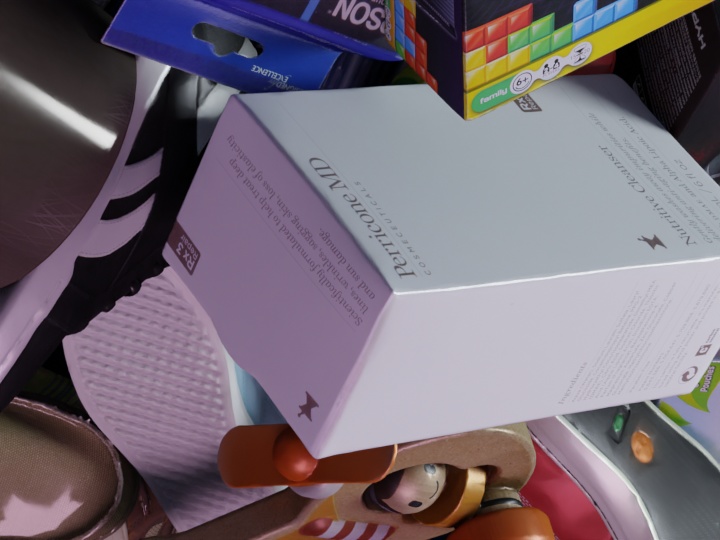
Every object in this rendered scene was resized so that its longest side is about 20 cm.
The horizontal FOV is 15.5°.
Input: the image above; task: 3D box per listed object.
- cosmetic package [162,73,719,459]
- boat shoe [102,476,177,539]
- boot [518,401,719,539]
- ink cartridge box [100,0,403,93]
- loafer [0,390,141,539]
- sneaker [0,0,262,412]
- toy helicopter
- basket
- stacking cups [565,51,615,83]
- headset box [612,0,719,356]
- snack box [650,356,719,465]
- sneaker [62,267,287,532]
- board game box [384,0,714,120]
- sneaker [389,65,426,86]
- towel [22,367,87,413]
[{"bbox_3d":[0.041,-0.007,0.969,0.200,0.113,0.081,-7,135,-43],"label":"cosmetic package"},{"bbox_3d":[-0.122,0.140,1.287,0.075,0.075,0.202,-25,164,-26],"label":"boat shoe"},{"bbox_3d":[0.090,0.114,1.241,0.144,0.072,0.200,-25,112,43],"label":"boot"},{"bbox_3d":[0.000,-0.142,0.902,0.099,0.039,0.200,15,113,-40],"label":"ink cartridge box"},{"bbox_3d":[-0.193,0.082,1.144,0.199,0.076,0.067,11,-177,-10],"label":"loafer"},{"bbox_3d":[-0.078,-0.009,0.996,0.112,0.200,0.073,39,155,-28],"label":"sneaker"},{"bbox_3d":[-0.023,0.101,1.114,0.200,0.079,0.132,-22,153,13],"label":"toy helicopter"},{"bbox_3d":[-0.185,-0.085,0.897,0.136,0.181,0.200,-15,145,44],"label":"basket"},{"bbox_3d":[0.022,-0.121,1.000,0.060,0.061,0.200,-34,140,30],"label":"stacking cups"},{"bbox_3d":[0.170,-0.039,1.104,0.148,0.077,0.200,8,138,-19],"label":"headset box"},{"bbox_3d":[0.199,0.088,1.280,0.142,0.053,0.200,4,141,-3],"label":"snack box"},{"bbox_3d":[-0.078,0.042,1.169,0.074,0.082,0.200,-10,130,11],"label":"sneaker"},{"bbox_3d":[0.101,-0.161,0.881,0.200,0.057,0.166,-28,143,-18],"label":"board game box"},{"bbox_3d":[0.000,0.000,1.107,0.074,0.084,0.200,29,135,13],"label":"sneaker"},{"bbox_3d":[-0.220,0.087,1.241,0.143,0.023,0.200,27,130,-35],"label":"towel"}]
